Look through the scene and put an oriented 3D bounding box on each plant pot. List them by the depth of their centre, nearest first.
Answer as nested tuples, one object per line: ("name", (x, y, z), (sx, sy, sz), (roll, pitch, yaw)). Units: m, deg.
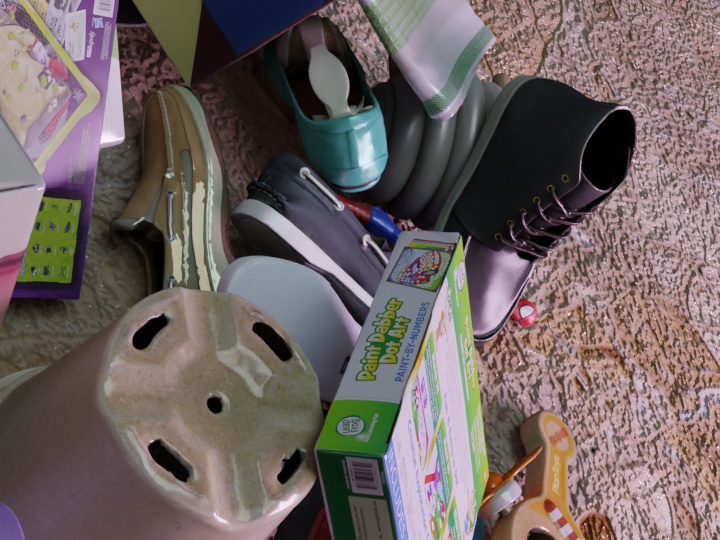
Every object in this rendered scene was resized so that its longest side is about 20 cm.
("plant pot", (-0.117, 0.109, 0.854), (0.199, 0.183, 0.202), (19, 53, -27))

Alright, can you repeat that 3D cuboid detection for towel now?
("towel", (0.024, -0.214, 1.061), (0.201, 0.031, 0.149), (57, 26, -17))

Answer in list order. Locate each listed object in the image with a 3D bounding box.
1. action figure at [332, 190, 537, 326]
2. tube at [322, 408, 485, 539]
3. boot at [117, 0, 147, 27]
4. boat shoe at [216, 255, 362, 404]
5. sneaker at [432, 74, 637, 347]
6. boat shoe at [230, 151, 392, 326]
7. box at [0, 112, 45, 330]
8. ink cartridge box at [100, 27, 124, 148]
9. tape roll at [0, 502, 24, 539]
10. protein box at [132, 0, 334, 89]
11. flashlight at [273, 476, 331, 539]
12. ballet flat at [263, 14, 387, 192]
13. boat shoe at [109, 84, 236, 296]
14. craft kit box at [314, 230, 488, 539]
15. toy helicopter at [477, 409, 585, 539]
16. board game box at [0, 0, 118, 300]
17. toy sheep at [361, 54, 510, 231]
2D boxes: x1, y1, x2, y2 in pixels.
("action figure", (0.047, 0.000, 1.133), (0.198, 0.066, 0.052), (21, 30, -24))
("tube", (0.007, 0.139, 1.029), (0.199, 0.050, 0.078), (30, 55, -26))
("boot", (-0.229, -0.250, 1.082), (0.199, 0.072, 0.145), (-2, 64, -47))
("boat shoe", (-0.031, 0.046, 1.013), (0.199, 0.068, 0.072), (32, 82, -41))
("sneaker", (0.115, -0.033, 1.066), (0.074, 0.106, 0.202), (15, 96, -35))
("boat shoe", (0.000, 0.000, 1.058), (0.200, 0.075, 0.061), (44, 69, -31))
("box", (-0.255, -0.002, 0.790), (0.108, 0.201, 0.128), (-8, 47, -40))
("ink cartridge box", (-0.248, -0.123, 0.950), (0.199, 0.067, 0.118), (-15, 109, -43))
("tape roll", (-0.226, 0.198, 0.704), (0.084, 0.200, 0.202), (17, 53, -27))
("protein box", (-0.090, -0.271, 1.085), (0.199, 0.134, 0.200), (57, 26, -13))
("flashlight", (-0.029, 0.186, 0.911), (0.068, 0.067, 0.201), (55, 45, -36))
("ballet flat", (-0.025, -0.138, 1.082), (0.067, 0.071, 0.201), (-12, 41, -10))
("boat shoe", (-0.129, -0.034, 1.021), (0.075, 0.072, 0.202), (-3, 64, -25))
("craft kit box", (0.032, 0.114, 0.912), (0.048, 0.202, 0.198), (4, 36, 18))
("toy helicopter", (0.122, 0.168, 1.079), (0.132, 0.079, 0.201), (38, 32, -19))
("board game box", (-0.211, -0.084, 0.927), (0.119, 0.032, 0.202), (3, 98, -49))
("toy sheep", (0.056, -0.095, 1.158), (0.198, 0.138, 0.139), (10, 56, -14))
